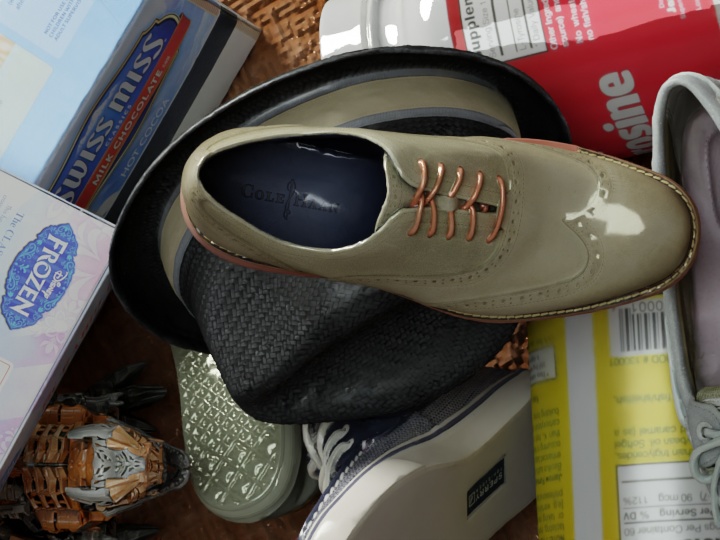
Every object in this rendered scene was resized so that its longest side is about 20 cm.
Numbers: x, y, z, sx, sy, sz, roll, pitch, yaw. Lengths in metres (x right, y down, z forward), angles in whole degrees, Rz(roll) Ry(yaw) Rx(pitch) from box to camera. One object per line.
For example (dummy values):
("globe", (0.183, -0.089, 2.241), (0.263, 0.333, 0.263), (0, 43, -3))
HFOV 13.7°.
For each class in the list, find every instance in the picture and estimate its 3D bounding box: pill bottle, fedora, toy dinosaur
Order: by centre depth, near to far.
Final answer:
("fedora", (0.000, 0.000, 1.212), (0.200, 0.201, 0.092), (-28, 53, 13))
("pill bottle", (0.129, 0.092, 1.244), (0.114, 0.114, 0.201), (-5, 81, 18))
("pill bottle", (0.089, -0.100, 1.284), (0.199, 0.112, 0.113), (-13, 79, 17))
("toy dinosaur", (-0.153, 0.083, 1.320), (0.199, 0.135, 0.103), (21, 97, 36))

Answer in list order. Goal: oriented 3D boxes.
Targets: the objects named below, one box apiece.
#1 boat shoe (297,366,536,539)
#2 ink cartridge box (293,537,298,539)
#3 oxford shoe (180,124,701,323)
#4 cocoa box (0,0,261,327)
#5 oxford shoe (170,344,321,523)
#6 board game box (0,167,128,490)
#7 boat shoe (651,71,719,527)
("boat shoe", (0.004, 0.089, 1.255), (0.092, 0.200, 0.075), (14, 112, 27))
("ink cartridge box", (0.018, 0.223, 1.230), (0.200, 0.083, 0.146), (34, 123, 33))
("oxford shoe", (0.030, -0.018, 1.116), (0.199, 0.074, 0.071), (2, 87, 1))
("cocoa box", (-0.164, -0.069, 1.355), (0.133, 0.131, 0.201), (33, 93, 19))
("oxford shoe", (-0.049, 0.023, 1.348), (0.075, 0.058, 0.201), (-15, 63, 22))
("board game box", (-0.226, 0.028, 1.221), (0.199, 0.041, 0.201), (27, 67, 1))
("boat shoe", (0.148, 0.024, 1.152), (0.074, 0.065, 0.203), (-12, 77, 33))
